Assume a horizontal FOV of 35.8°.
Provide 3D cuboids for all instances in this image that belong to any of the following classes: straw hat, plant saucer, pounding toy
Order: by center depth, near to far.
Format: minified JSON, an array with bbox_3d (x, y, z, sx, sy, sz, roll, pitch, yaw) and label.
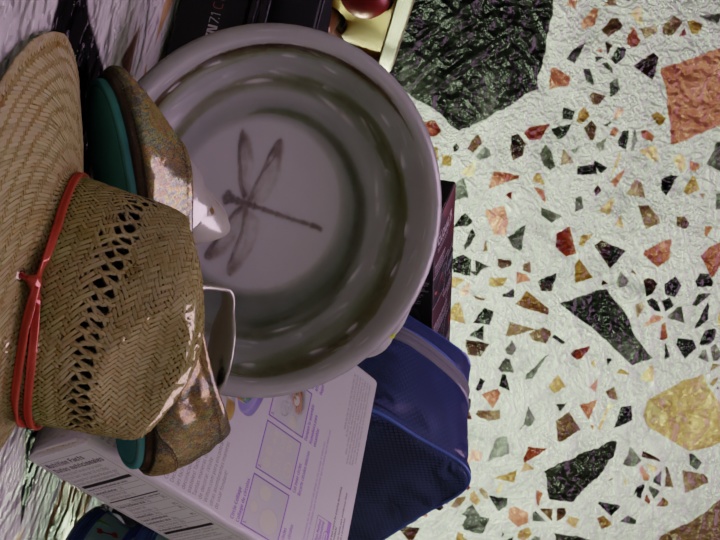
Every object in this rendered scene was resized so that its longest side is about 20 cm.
[{"bbox_3d":[-0.103,0.015,0.435,0.201,0.084,0.204,-165,-90,-86],"label":"straw hat"},{"bbox_3d":[-0.053,-0.033,0.613,0.050,0.197,0.203,-143,-114,-66],"label":"plant saucer"},{"bbox_3d":[-0.017,-0.250,1.020,0.200,0.181,0.144,112,-8,-68],"label":"pounding toy"}]

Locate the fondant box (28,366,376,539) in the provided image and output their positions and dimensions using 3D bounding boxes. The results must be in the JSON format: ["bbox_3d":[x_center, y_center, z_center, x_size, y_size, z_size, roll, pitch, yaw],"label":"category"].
[{"bbox_3d":[-0.082,0.087,0.666,0.058,0.200,0.146,-18,-135,36],"label":"fondant box"}]

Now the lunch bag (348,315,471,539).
[{"bbox_3d":[-0.007,0.125,0.890,0.199,0.135,0.133,-38,-152,35],"label":"lunch bag"}]

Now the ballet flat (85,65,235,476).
[{"bbox_3d":[-0.093,0.001,0.544,0.071,0.069,0.203,-86,175,-74],"label":"ballet flat"}]

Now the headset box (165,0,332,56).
[{"bbox_3d":[-0.077,-0.147,0.776,0.200,0.091,0.177,119,-15,-81],"label":"headset box"}]

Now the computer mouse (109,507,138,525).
[{"bbox_3d":[-0.192,0.182,0.942,0.201,0.043,0.111,108,-8,-64],"label":"computer mouse"}]

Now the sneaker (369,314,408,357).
[{"bbox_3d":[-0.014,0.012,0.770,0.200,0.075,0.106,-37,-161,51],"label":"sneaker"}]

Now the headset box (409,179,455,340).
[{"bbox_3d":[0.000,0.000,0.927,0.075,0.146,0.202,-62,157,-49],"label":"headset box"}]

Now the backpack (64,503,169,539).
[{"bbox_3d":[-0.148,0.252,0.747,0.200,0.145,0.186,137,-30,-77],"label":"backpack"}]
